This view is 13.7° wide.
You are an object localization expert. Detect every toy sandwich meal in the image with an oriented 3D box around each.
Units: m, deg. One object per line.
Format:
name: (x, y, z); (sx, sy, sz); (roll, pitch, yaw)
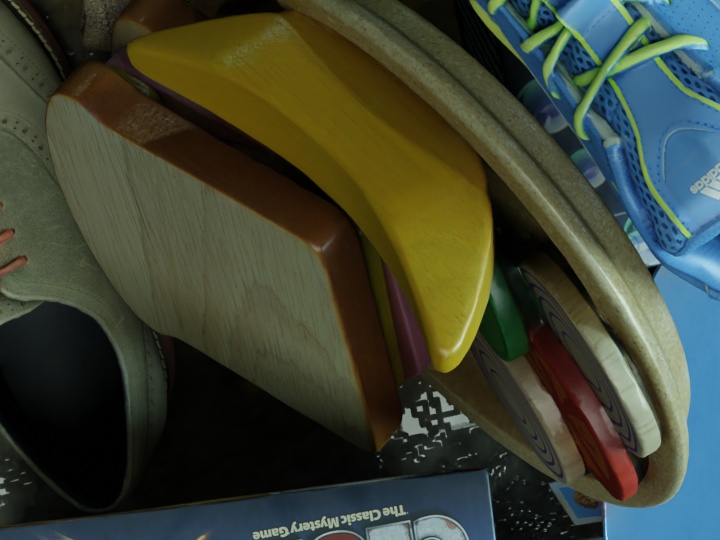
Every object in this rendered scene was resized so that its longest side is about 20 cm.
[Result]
toy sandwich meal: (0.000, 0.000, 0.792); (0.070, 0.205, 0.206); (-42, 116, -16)

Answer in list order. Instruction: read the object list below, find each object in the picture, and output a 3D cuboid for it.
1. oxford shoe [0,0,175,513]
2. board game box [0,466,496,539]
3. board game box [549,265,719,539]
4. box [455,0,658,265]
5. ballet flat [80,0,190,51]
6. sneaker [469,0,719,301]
oxford shoe: (-0.107, -0.020, 0.858); (0.070, 0.075, 0.201); (-27, 115, 8)
board game box: (-0.038, 0.086, 0.857); (0.135, 0.200, 0.035); (-7, 84, -4)
board game box: (0.120, 0.075, 0.922); (0.039, 0.158, 0.201); (-6, 127, 40)
box: (0.094, -0.120, 0.816); (0.148, 0.107, 0.201); (-16, 117, -1)
ballet flat: (-0.097, -0.142, 0.811); (0.067, 0.068, 0.201); (-23, 115, 11)
sneaker: (0.065, -0.066, 0.710); (0.076, 0.105, 0.200); (-39, 116, 7)
